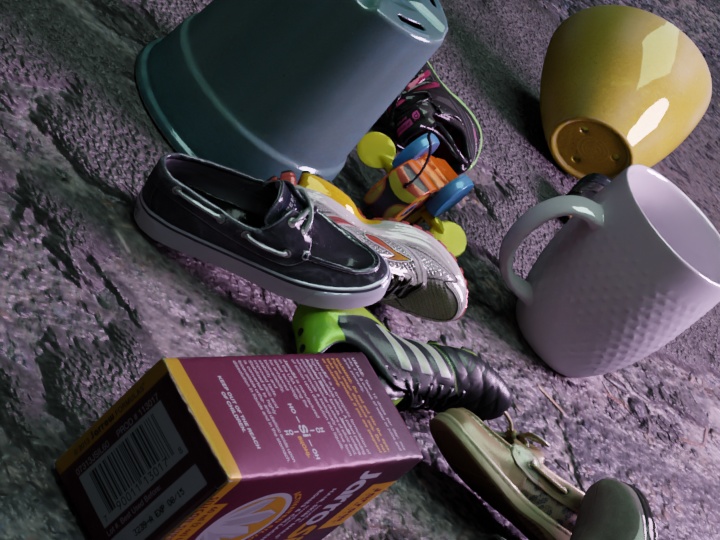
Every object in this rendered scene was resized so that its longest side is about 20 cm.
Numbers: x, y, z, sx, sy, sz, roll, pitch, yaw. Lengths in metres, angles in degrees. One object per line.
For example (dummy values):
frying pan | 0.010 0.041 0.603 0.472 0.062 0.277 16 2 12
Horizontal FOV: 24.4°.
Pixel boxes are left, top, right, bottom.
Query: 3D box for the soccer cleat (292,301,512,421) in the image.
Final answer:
soccer cleat | 0.032 0.083 1.278 0.200 0.068 0.081 26 42 -24

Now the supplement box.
supplement box | -0.070 0.115 1.017 0.200 0.110 0.086 2 51 -55

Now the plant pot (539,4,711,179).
plant pot | 0.286 -0.182 1.911 0.200 0.200 0.142 40 52 -14

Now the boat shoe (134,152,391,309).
boat shoe | -0.063 -0.034 1.222 0.200 0.068 0.072 22 42 -12

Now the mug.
mug | 0.216 0.002 1.530 0.200 0.175 0.148 30 31 -30

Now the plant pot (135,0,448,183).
plant pot | -0.046 -0.179 1.366 0.200 0.196 0.200 36 27 -22

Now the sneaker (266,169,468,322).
sneaker | 0.000 0.000 1.339 0.200 0.078 0.082 25 41 -25

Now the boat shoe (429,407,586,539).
boat shoe | 0.133 0.165 1.280 0.200 0.063 0.073 45 -12 -21

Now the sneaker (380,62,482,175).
sneaker | 0.045 -0.168 1.623 0.200 0.077 0.084 37 24 -17

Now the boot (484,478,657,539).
boot | 0.137 0.216 1.175 0.131 0.068 0.200 34 54 -27

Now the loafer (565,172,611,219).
loafer | 0.297 -0.018 1.810 0.200 0.073 0.072 42 34 10

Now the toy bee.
toy bee | 0.036 -0.074 1.476 0.131 0.109 0.200 53 1 30
